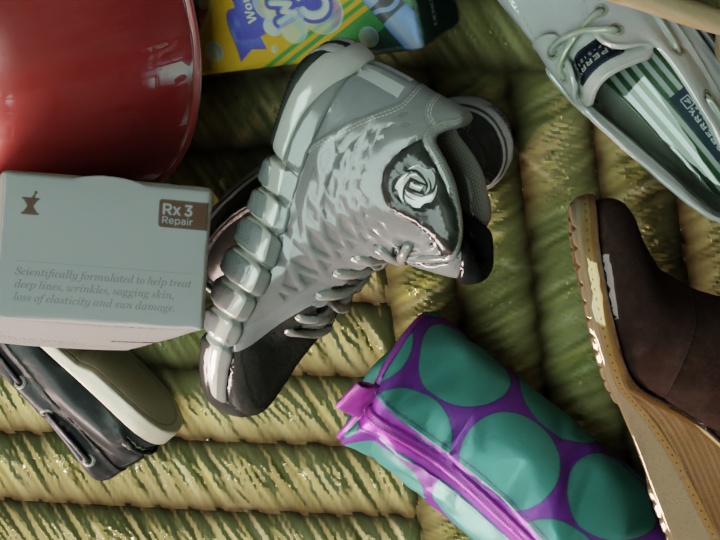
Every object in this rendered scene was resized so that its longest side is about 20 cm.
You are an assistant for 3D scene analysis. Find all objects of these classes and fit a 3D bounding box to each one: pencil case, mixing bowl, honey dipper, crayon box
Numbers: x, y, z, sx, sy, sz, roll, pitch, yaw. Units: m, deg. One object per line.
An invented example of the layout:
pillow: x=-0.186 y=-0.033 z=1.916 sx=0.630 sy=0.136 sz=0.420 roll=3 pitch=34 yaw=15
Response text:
pencil case: x=0.084 y=0.112 z=1.200 sx=0.200 sy=0.092 sz=0.085 roll=39 pitch=121 yaw=7
mixing bowl: x=-0.184 y=-0.117 z=1.184 sx=0.200 sy=0.108 sz=0.200 roll=27 pitch=129 yaw=40
honey dipper: x=0.120 y=-0.126 z=1.064 sx=0.200 sy=0.038 sz=0.038 roll=16 pitch=121 yaw=-17
crayon box: x=-0.062 y=-0.165 z=1.182 sx=0.200 sy=0.052 sz=0.126 roll=-4 pitch=108 yaw=27

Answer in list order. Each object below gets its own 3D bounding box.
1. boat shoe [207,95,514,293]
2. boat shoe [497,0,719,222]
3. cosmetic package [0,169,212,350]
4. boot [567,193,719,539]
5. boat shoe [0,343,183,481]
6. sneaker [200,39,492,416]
boat shoe: x=-0.014 y=-0.033 z=1.208 sx=0.200 sy=0.057 sz=0.069 roll=-26 pitch=98 yaw=30
boat shoe: x=0.123 y=-0.105 z=1.108 sx=0.200 sy=0.067 sz=0.074 roll=41 pitch=126 yaw=5
cosmetic package: x=-0.142 y=-0.001 z=1.170 sx=0.102 sy=0.200 sz=0.074 roll=4 pitch=86 yaw=-14
boot: x=0.197 y=0.031 z=1.115 sx=0.166 sy=0.072 sz=0.200 roll=-20 pitch=111 yaw=8
boat shoe: x=-0.190 y=0.038 z=1.308 sx=0.199 sy=0.075 sz=0.066 roll=42 pitch=109 yaw=-6
sneaker: x=0.000 y=0.000 z=1.129 sx=0.115 sy=0.075 sz=0.200 roll=25 pitch=115 yaw=14
